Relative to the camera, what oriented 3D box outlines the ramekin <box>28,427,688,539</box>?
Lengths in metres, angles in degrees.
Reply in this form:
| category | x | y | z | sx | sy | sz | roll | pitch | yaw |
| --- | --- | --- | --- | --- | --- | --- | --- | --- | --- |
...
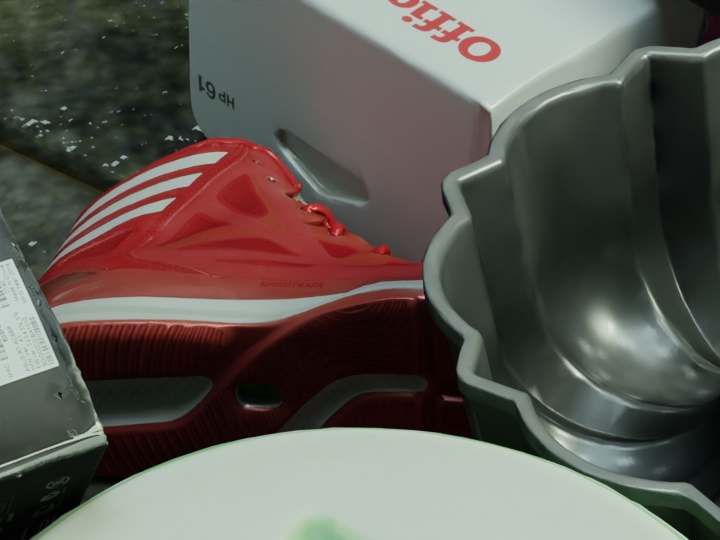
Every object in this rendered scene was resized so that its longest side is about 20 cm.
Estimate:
| category | x | y | z | sx | sy | sz | roll | pitch | yaw |
| --- | --- | --- | --- | --- | --- | --- | --- | --- | --- |
| ramekin | 0.000 | 0.124 | 0.533 | 0.199 | 0.098 | 0.201 | 0 | 40 | 0 |

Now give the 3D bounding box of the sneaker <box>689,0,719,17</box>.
| category | x | y | z | sx | sy | sz | roll | pitch | yaw |
| --- | --- | --- | --- | --- | --- | --- | --- | --- | --- |
| sneaker | 0.175 | -0.078 | 0.775 | 0.115 | 0.076 | 0.201 | -12 | 51 | -34 |

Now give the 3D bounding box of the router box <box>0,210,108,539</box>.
| category | x | y | z | sx | sy | sz | roll | pitch | yaw |
| --- | --- | --- | --- | --- | --- | --- | --- | --- | --- |
| router box | -0.149 | 0.071 | 0.596 | 0.149 | 0.200 | 0.062 | -20 | 72 | -23 |

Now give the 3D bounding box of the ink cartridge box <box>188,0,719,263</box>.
| category | x | y | z | sx | sy | sz | roll | pitch | yaw |
| --- | --- | --- | --- | --- | --- | --- | --- | --- | --- |
| ink cartridge box | 0.060 | -0.090 | 0.880 | 0.200 | 0.085 | 0.144 | -33 | 49 | -31 |

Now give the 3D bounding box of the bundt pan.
| category | x | y | z | sx | sy | sz | roll | pitch | yaw |
| --- | --- | --- | --- | --- | --- | --- | --- | --- | --- |
| bundt pan | 0.116 | 0.024 | 0.645 | 0.200 | 0.076 | 0.202 | -3 | 37 | 3 |

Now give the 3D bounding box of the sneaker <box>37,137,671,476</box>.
| category | x | y | z | sx | sy | sz | roll | pitch | yaw |
| --- | --- | --- | --- | --- | --- | --- | --- | --- | --- |
| sneaker | 0.000 | 0.000 | 0.777 | 0.199 | 0.079 | 0.116 | 4 | 40 | 4 |
